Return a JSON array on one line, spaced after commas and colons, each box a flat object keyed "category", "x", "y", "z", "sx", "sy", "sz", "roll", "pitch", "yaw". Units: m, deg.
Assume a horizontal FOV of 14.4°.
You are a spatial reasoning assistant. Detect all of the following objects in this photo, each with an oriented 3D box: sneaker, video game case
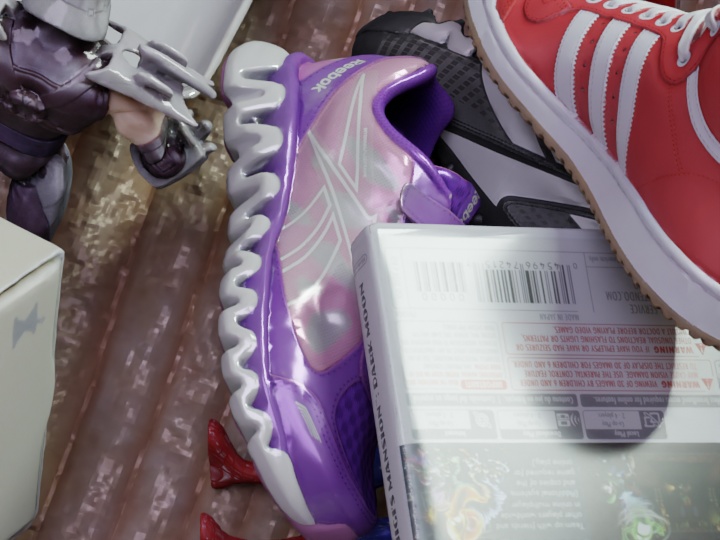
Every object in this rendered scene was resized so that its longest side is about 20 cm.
[{"category": "sneaker", "x": 0.062, "y": -0.019, "z": 1.063, "sx": 0.200, "sy": 0.066, "sz": 0.091, "roll": 38, "pitch": 73, "yaw": 15}, {"category": "sneaker", "x": 0.000, "y": 0.000, "z": 1.007, "sx": 0.088, "sy": 0.081, "sz": 0.201, "roll": -9, "pitch": 59, "yaw": 11}, {"category": "sneaker", "x": 0.112, "y": -0.076, "z": 0.973, "sx": 0.113, "sy": 0.071, "sz": 0.200, "roll": -54, "pitch": 44, "yaw": 24}, {"category": "video game case", "x": 0.102, "y": 0.072, "z": 0.964, "sx": 0.200, "sy": 0.023, "sz": 0.182, "roll": 2, "pitch": 65, "yaw": -22}]

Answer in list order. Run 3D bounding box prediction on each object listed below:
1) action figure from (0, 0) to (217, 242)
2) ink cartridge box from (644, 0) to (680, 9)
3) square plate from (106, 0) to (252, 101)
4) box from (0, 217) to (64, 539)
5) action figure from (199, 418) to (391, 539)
[{"category": "action figure", "x": -0.125, "y": -0.044, "z": 1.021, "sx": 0.130, "sy": 0.200, "sz": 0.069, "roll": 31, "pitch": 37, "yaw": 5}, {"category": "ink cartridge box", "x": 0.062, "y": -0.176, "z": 1.099, "sx": 0.067, "sy": 0.116, "sz": 0.200, "roll": -17, "pitch": 67, "yaw": -3}, {"category": "square plate", "x": -0.121, "y": -0.145, "z": 1.115, "sx": 0.200, "sy": 0.028, "sz": 0.198, "roll": 17, "pitch": 45, "yaw": 10}, {"category": "box", "x": -0.218, "y": 0.025, "z": 1.005, "sx": 0.200, "sy": 0.128, "sz": 0.109, "roll": 26, "pitch": 39, "yaw": 21}, {"category": "action figure", "x": 0.043, "y": 0.082, "z": 1.033, "sx": 0.199, "sy": 0.052, "sz": 0.066, "roll": 1, "pitch": 50, "yaw": 2}]
